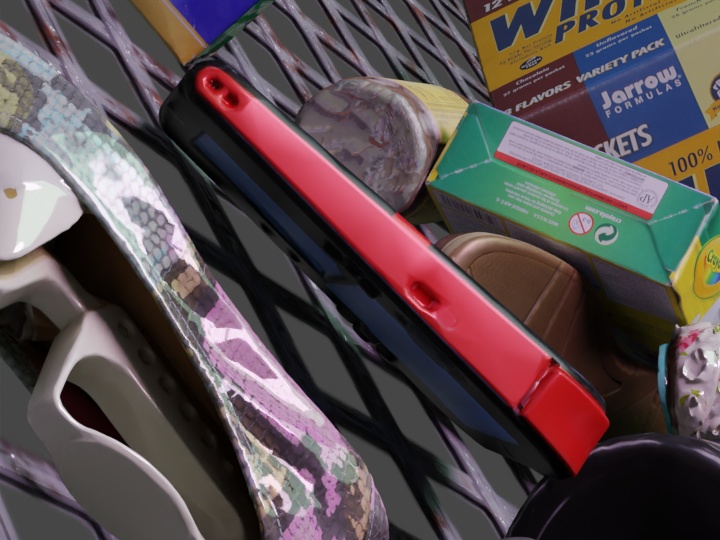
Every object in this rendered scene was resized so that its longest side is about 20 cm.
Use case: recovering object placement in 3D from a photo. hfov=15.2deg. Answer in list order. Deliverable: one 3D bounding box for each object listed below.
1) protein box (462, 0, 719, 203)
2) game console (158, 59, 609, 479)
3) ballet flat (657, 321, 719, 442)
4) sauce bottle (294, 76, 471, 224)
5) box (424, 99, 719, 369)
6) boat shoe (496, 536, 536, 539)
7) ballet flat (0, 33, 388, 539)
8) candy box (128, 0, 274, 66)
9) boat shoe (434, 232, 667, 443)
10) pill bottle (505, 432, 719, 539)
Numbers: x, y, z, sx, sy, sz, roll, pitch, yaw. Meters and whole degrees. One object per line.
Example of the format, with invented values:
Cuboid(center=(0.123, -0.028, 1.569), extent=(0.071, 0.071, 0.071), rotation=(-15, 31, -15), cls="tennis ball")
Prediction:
Cuboid(center=(0.159, -0.050, 1.352), extent=(0.199, 0.135, 0.200), rotation=(-97, 162, -66), cls="protein box")
Cuboid(center=(0.000, 0.000, 0.916), extent=(0.177, 0.031, 0.200), rotation=(41, -5, -5), cls="game console")
Cuboid(center=(0.163, 0.091, 1.110), extent=(0.200, 0.064, 0.076), rotation=(71, 17, -55), cls="ballet flat")
Cuboid(center=(0.024, -0.050, 1.179), extent=(0.065, 0.065, 0.200), rotation=(52, 12, 9), cls="sauce bottle")
Cuboid(center=(0.107, 0.006, 1.151), extent=(0.117, 0.048, 0.200), rotation=(24, -16, 22), cls="box")
Cuboid(center=(0.025, 0.120, 0.720), extent=(0.072, 0.068, 0.200), rotation=(51, 15, -2), cls="boat shoe")
Cuboid(center=(-0.072, 0.016, 0.709), extent=(0.200, 0.069, 0.071), rotation=(51, 33, 3), cls="ballet flat")
Cuboid(center=(-0.047, -0.211, 1.089), extent=(0.169, 0.200, 0.077), rotation=(49, 15, 1), cls="candy box")
Cuboid(center=(0.068, 0.038, 1.105), extent=(0.072, 0.072, 0.200), rotation=(19, -9, 40), cls="boat shoe")
Cuboid(center=(0.130, 0.118, 0.963), extent=(0.112, 0.112, 0.200), rotation=(55, 14, 18), cls="pill bottle")
